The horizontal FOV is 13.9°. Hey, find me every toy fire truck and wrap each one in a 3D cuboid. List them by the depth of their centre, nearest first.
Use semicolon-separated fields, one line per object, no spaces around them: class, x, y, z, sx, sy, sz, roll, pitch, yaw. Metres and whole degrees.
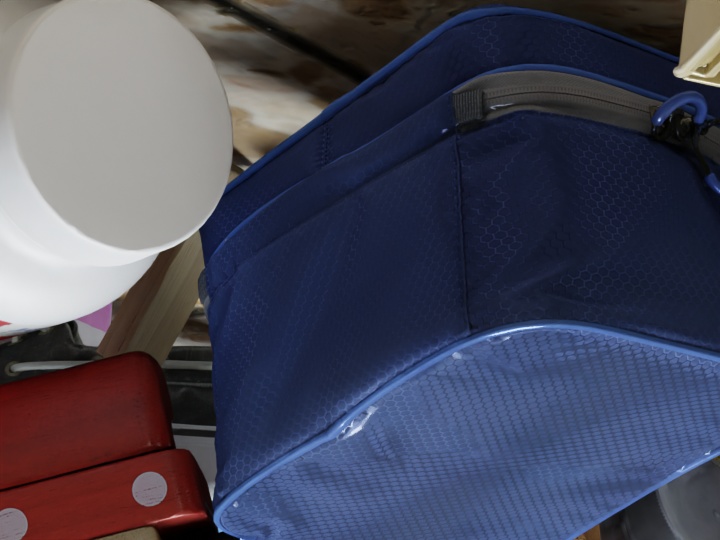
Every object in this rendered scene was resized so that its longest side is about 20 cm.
toy fire truck;-0.081;0.059;1.048;0.129;0.200;0.176;-15;163;-1

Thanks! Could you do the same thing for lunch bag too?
lunch bag;0.042;0.000;0.950;0.136;0.132;0.200;17;143;-38

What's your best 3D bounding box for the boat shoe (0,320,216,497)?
boat shoe;-0.119;0.055;1.171;0.200;0.071;0.072;5;157;5

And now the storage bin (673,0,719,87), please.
storage bin;0.196;-0.092;0.695;0.200;0.094;0.199;12;163;-10

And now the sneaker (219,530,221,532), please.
sneaker;-0.070;0.080;1.295;0.200;0.066;0.078;-18;130;-15

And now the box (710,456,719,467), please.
box;0.179;0.058;1.245;0.156;0.041;0.200;0;161;28

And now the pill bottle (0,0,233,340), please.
pill bottle;-0.133;-0.031;1.001;0.112;0.112;0.200;21;159;-33

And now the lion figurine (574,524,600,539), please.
lion figurine;0.042;0.090;1.162;0.200;0.123;0.072;-40;142;25

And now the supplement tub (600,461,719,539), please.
supplement tub;0.084;0.158;1.285;0.107;0.107;0.200;23;129;-36

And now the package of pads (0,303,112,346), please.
package of pads;-0.214;0.009;1.221;0.120;0.076;0.200;-13;153;41
